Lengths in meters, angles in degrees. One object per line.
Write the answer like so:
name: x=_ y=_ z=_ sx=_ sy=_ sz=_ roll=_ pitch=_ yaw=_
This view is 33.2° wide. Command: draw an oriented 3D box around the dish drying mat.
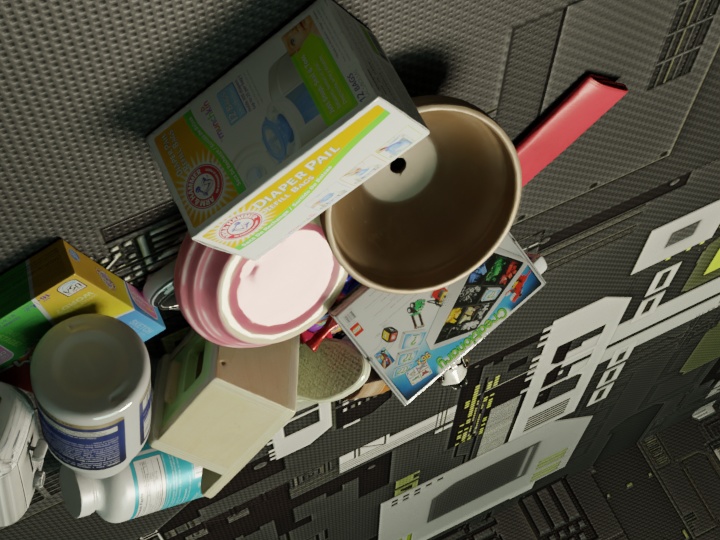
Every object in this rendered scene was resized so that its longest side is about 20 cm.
dish drying mat: x=0.212 y=-0.149 z=1.374 sx=0.077 sy=0.018 sz=0.200 roll=0 pitch=145 yaw=-47

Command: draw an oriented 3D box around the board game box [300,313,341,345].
board game box: x=-0.076 y=0.097 z=1.480 sx=0.199 sy=0.039 sz=0.158 roll=-11 pitch=166 yaw=-38

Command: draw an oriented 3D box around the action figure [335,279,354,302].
action figure: x=0.024 y=0.001 z=1.441 sx=0.199 sy=0.052 sz=0.065 roll=-26 pitch=162 yaw=0

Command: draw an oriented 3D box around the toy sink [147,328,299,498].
toy sink: x=-0.167 y=0.143 z=1.369 sx=0.112 sy=0.131 sz=0.200 roll=25 pitch=130 yaw=-23

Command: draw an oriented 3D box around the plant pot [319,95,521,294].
plant pot: x=0.048 y=-0.085 z=1.175 sx=0.200 sy=0.093 sz=0.202 roll=-10 pitch=122 yaw=-15

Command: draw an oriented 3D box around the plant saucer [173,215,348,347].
plant saucer: x=-0.085 y=-0.003 z=1.196 sx=0.200 sy=0.051 sz=0.201 roll=-21 pitch=131 yaw=-25

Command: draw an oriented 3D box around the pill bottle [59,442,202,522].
pill bottle: x=-0.278 y=0.254 z=1.542 sx=0.199 sy=0.111 sz=0.111 roll=-11 pitch=152 yaw=-34

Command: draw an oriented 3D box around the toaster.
toaster: x=-0.403 y=0.165 z=1.168 sx=0.199 sy=0.114 sz=0.129 roll=15 pitch=142 yaw=-6

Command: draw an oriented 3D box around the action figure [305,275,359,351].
action figure: x=0.000 y=0.000 z=1.348 sx=0.200 sy=0.065 sz=0.052 roll=-44 pitch=-173 yaw=-6

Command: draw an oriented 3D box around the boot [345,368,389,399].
boot: x=0.072 y=0.095 z=1.564 sx=0.155 sy=0.077 sz=0.200 roll=-15 pitch=150 yaw=-46

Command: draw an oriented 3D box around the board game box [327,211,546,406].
board game box: x=0.081 y=0.028 z=1.258 sx=0.200 sy=0.126 sz=0.035 roll=-40 pitch=-165 yaw=-6

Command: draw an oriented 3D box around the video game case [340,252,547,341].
video game case: x=0.093 y=0.042 z=1.397 sx=0.200 sy=0.023 sz=0.182 roll=-41 pitch=-155 yaw=-21

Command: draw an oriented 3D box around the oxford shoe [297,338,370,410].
oxford shoe: x=-0.054 y=0.125 z=1.407 sx=0.058 sy=0.076 sz=0.200 roll=7 pitch=158 yaw=-42

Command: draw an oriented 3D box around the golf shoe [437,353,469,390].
golf shoe: x=0.124 y=0.110 z=1.722 sx=0.077 sy=0.095 sz=0.200 roll=-28 pitch=156 yaw=2

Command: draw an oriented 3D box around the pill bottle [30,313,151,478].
pill bottle: x=-0.263 y=0.134 z=1.195 sx=0.111 sy=0.111 sz=0.200 roll=-20 pitch=156 yaw=-20

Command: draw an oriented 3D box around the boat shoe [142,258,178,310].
boat shoe: x=-0.124 y=0.009 z=1.257 sx=0.199 sy=0.066 sz=0.070 roll=-18 pitch=155 yaw=-24

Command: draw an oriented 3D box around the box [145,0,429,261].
box: x=-0.062 y=-0.113 z=1.012 sx=0.200 sy=0.113 sz=0.101 roll=-35 pitch=156 yaw=17

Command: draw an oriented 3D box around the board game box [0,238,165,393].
board game box: x=-0.300 y=0.053 z=1.181 sx=0.153 sy=0.040 sz=0.200 roll=-31 pitch=157 yaw=6
